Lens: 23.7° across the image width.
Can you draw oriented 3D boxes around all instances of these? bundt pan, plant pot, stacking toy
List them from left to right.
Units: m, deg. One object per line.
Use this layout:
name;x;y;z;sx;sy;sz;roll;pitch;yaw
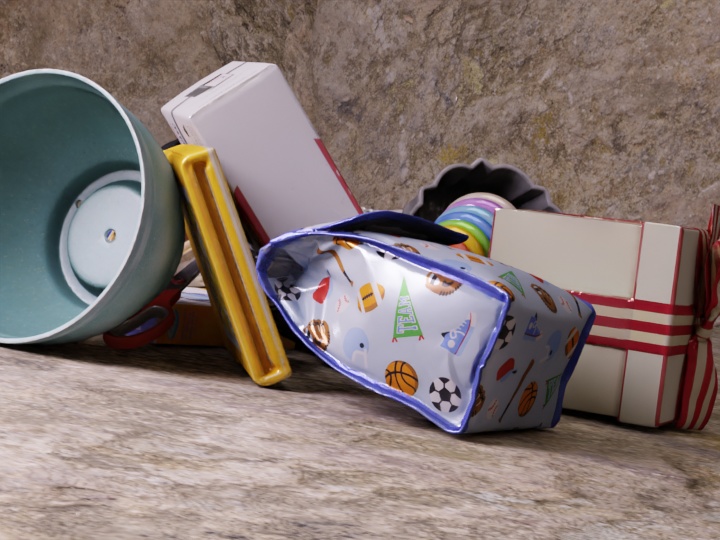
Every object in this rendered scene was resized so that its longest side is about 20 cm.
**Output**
plant pot;-0.213;-0.035;1.285;0.200;0.201;0.134;11;-6;27
stacking toy;0.078;-0.013;1.439;0.085;0.086;0.200;10;12;18
bundt pan;0.110;-0.001;1.648;0.201;0.203;0.076;8;-15;-27

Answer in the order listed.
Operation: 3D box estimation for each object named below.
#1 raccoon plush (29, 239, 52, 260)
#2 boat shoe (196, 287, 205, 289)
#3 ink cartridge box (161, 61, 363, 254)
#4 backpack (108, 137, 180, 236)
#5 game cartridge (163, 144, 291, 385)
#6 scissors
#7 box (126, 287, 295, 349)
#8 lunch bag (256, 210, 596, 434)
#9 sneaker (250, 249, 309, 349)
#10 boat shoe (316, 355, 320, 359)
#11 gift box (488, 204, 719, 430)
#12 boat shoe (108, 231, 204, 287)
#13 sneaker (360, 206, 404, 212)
raccoon plush;-0.277;-0.002;1.443;0.134;0.097;0.200;21;8;35
boat shoe;-0.082;0.034;1.596;0.201;0.060;0.072;15;-26;40
ink cartridge box;-0.084;-0.089;1.404;0.083;0.147;0.200;-33;12;-7
backpack;-0.165;-0.047;1.761;0.168;0.163;0.200;51;-17;-18
game cartridge;-0.108;-0.009;1.315;0.032;0.177;0.200;-20;8;-11
scissors;-0.149;0.018;1.392;0.073;0.014;0.200;17;28;31
box;-0.161;0.038;1.485;0.119;0.042;0.200;12;6;39
lunch bag;0.043;0.028;1.233;0.200;0.124;0.170;23;6;30
sneaker;-0.063;0.018;1.463;0.074;0.081;0.200;-29;13;3
boat shoe;0.018;0.054;1.420;0.084;0.069;0.200;7;3;-37
gift box;0.220;0.029;1.458;0.186;0.185;0.200;8;8;24
boat shoe;-0.204;-0.020;1.615;0.199;0.069;0.074;-10;38;20
sneaker;-0.001;-0.029;1.663;0.200;0.071;0.080;-11;-28;-23
